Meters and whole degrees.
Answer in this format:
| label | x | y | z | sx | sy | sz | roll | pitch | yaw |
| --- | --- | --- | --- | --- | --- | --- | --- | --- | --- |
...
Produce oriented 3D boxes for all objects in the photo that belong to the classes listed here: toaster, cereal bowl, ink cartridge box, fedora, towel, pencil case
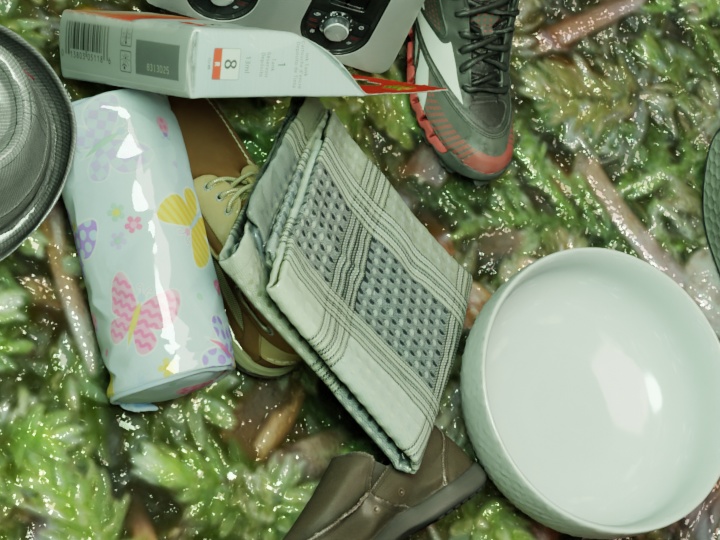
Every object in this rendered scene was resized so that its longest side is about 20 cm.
| label | x | y | z | sx | sy | sz | roll | pitch | yaw |
| --- | --- | --- | --- | --- | --- | --- | --- | --- | --- |
| toaster | -0.041 | -0.251 | 1.495 | 0.180 | 0.119 | 0.201 | 16 | 47 | -18 |
| cereal bowl | 0.152 | 0.089 | 1.530 | 0.199 | 0.083 | 0.201 | 8 | 70 | -24 |
| ink cartridge box | -0.067 | -0.140 | 1.425 | 0.199 | 0.162 | 0.050 | -8 | 103 | -36 |
| fedora | -0.270 | -0.085 | 1.335 | 0.199 | 0.090 | 0.178 | 4 | 75 | -5 |
| towel | 0.000 | 0.000 | 1.450 | 0.200 | 0.034 | 0.193 | 49 | 37 | -23 |
| pencil case | -0.142 | -0.015 | 1.413 | 0.083 | 0.090 | 0.201 | 4 | 68 | -65 |

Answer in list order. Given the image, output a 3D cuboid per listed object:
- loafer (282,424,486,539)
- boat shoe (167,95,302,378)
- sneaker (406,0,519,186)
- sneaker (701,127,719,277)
| label | x | y | z | sx | sy | sz | roll | pitch | yaw |
| --- | --- | --- | --- | --- | --- | --- | --- | --- | --- |
| loafer | -0.009 | 0.157 | 1.443 | 0.200 | 0.073 | 0.071 | -28 | 83 | -40 |
| boat shoe | -0.076 | -0.031 | 1.459 | 0.075 | 0.074 | 0.201 | -23 | 85 | -30 |
| sneaker | 0.074 | -0.163 | 1.562 | 0.070 | 0.098 | 0.202 | -6 | 78 | -29 |
| sneaker | 0.337 | -0.019 | 1.651 | 0.145 | 0.077 | 0.204 | -12 | 90 | -17 |
